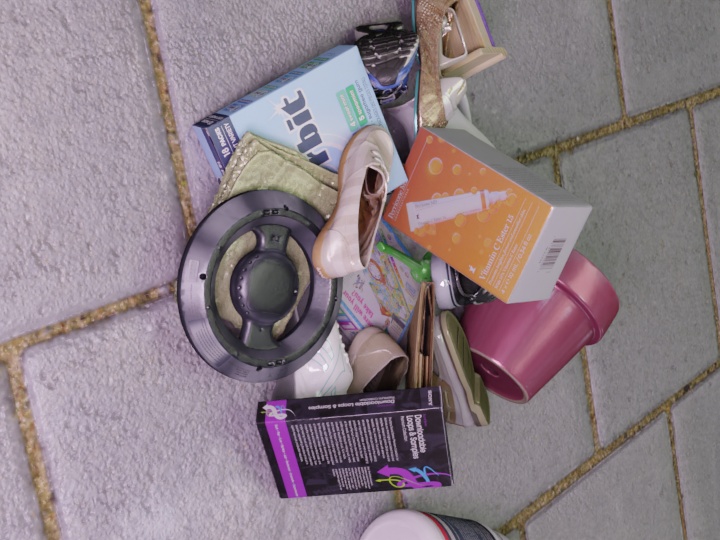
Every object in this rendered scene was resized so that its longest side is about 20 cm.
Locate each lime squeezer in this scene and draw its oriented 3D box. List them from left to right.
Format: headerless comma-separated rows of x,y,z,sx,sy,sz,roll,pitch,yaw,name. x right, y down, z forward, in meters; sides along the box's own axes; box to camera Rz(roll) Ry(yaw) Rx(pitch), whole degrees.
0.076,-0.017,1.491,0.071,0.038,0.200,41,23,11,lime squeezer

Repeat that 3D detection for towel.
-0.104,-0.034,1.265,0.148,0.036,0.201,25,87,-32,towel

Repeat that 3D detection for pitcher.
0.128,-0.151,1.546,0.172,0.121,0.201,-41,107,-52,pitcher

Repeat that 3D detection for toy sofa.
0.114,-0.347,1.510,0.097,0.083,0.201,-14,82,-53,toy sofa

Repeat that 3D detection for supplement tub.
0.099,0.374,1.467,0.199,0.140,0.141,21,73,-47,supplement tub

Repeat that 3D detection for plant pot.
0.219,0.070,1.596,0.179,0.199,0.200,-53,128,-16,plant pot

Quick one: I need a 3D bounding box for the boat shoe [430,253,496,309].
0.134,0.007,1.450,0.200,0.070,0.073,-6,89,-73,boat shoe

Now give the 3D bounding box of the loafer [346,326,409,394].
-0.002,0.166,1.390,0.075,0.068,0.201,22,87,-46,loafer

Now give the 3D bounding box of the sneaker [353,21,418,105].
0.033,-0.238,1.405,0.200,0.078,0.090,-89,171,-70,sneaker

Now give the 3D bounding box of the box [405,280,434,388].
0.068,0.121,1.408,0.200,0.021,0.165,93,0,-71,box

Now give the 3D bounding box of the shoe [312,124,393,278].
0.006,-0.076,1.269,0.070,0.053,0.201,46,49,-38,shoe

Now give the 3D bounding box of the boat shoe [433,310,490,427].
0.111,0.134,1.514,0.075,0.068,0.201,-81,156,-47,boat shoe

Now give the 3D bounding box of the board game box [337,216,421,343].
0.000,0.000,1.444,0.200,0.034,0.135,53,52,-35,board game box

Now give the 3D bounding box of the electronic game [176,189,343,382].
-0.100,0.016,1.232,0.199,0.042,0.202,-5,98,-37,electronic game

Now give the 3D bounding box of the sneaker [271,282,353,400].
-0.050,0.094,1.348,0.080,0.070,0.202,8,88,-31,sneaker

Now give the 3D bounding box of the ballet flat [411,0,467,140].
0.096,-0.241,1.421,0.070,0.065,0.202,28,60,-76,ballet flat

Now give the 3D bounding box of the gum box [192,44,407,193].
-0.062,-0.129,1.315,0.199,0.044,0.171,-33,115,-21,gum box

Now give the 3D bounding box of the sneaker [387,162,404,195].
-0.007,-0.167,1.409,0.200,0.077,0.079,52,54,-33,sneaker

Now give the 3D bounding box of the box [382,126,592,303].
0.144,-0.067,1.371,0.097,0.200,0.125,-3,122,-52,box

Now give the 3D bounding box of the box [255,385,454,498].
-0.003,0.189,1.287,0.144,0.198,0.036,80,9,-45,box
